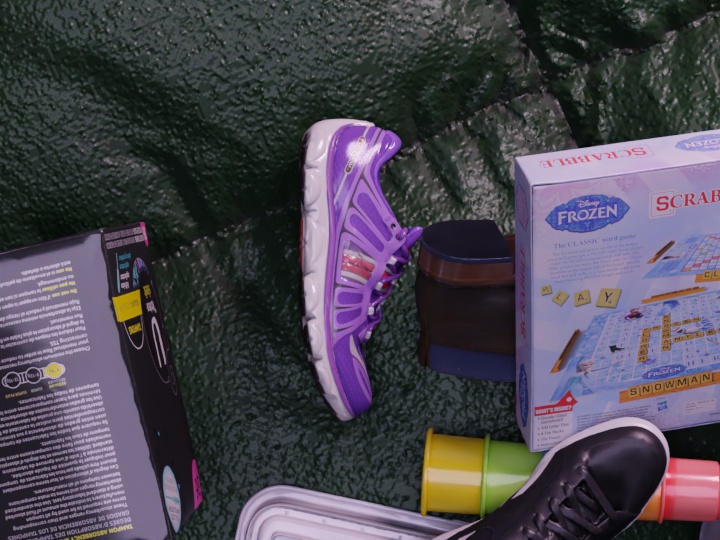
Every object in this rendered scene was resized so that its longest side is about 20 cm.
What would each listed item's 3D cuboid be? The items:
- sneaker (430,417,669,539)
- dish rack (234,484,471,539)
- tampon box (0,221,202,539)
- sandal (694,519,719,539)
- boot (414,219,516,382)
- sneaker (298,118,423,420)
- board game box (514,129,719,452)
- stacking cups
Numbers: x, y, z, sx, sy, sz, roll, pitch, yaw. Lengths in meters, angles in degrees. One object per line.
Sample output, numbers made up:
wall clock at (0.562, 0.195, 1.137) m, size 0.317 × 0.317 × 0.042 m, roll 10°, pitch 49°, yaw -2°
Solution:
sneaker at (0.115, 0.179, 1.208) m, size 0.200 × 0.112 × 0.073 m, roll -37°, pitch 103°, yaw 13°
dish rack at (0.001, 0.246, 1.308) m, size 0.199 × 0.044 × 0.172 m, roll 12°, pitch 94°, yaw 3°
tampon box at (-0.190, 0.080, 1.253) m, size 0.126 × 0.150 × 0.201 m, roll -12°, pitch 93°, yaw 4°
sandal at (0.305, 0.145, 1.286) m, size 0.200 × 0.043 × 0.076 m, roll -39°, pitch 91°, yaw 4°
boot at (0.130, 0.024, 1.289) m, size 0.199 × 0.075 × 0.097 m, roll 6°, pitch 119°, yaw -8°
sneaker at (0.000, 0.000, 1.278) m, size 0.083 × 0.081 × 0.201 m, roll 0°, pitch 93°, yaw -3°
board game box at (0.198, 0.010, 1.224) m, size 0.199 × 0.041 × 0.200 m, roll -8°, pitch 121°, yaw -9°
stacking cups at (0.141, 0.145, 1.284) m, size 0.199 × 0.061 × 0.061 m, roll 6°, pitch 94°, yaw 3°
